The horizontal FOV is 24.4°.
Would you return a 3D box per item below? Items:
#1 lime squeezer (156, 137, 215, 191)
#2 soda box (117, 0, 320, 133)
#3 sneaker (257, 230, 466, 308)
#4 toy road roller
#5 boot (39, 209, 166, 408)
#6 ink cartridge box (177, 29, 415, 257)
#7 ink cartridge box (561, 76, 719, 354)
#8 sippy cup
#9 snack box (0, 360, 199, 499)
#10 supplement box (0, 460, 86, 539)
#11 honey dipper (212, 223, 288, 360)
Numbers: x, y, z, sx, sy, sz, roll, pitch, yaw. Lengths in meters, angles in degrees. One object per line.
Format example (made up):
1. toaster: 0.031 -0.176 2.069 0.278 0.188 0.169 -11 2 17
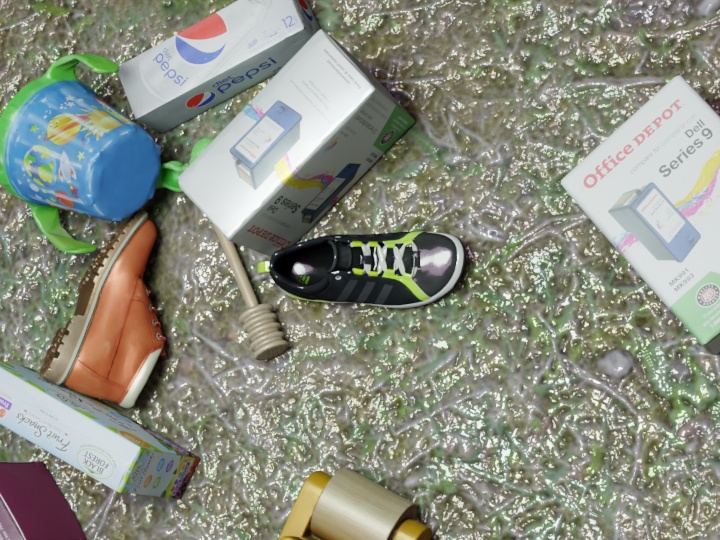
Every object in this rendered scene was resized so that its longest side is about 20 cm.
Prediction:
1. lime squeezer: -0.176 -0.114 1.676 0.200 0.038 0.071 -32 48 12
2. soda box: -0.141 -0.215 1.676 0.200 0.068 0.064 -26 74 14
3. sneaker: 0.000 0.000 1.585 0.199 0.083 0.072 -7 80 18
4. toy road roller: -0.036 0.285 1.518 0.123 0.146 0.200 25 90 20
5. boot: -0.234 0.039 1.671 0.107 0.075 0.200 27 70 -15
6. ink cartridge box: -0.060 -0.115 1.591 0.200 0.145 0.088 -43 72 7
7. ink cartridge box: 0.300 -0.049 1.483 0.145 0.087 0.200 -41 70 9
8. sippy cup: -0.272 -0.113 1.652 0.130 0.178 0.140 24 58 36
9. snack box: -0.273 0.154 1.622 0.200 0.142 0.053 26 90 20
10. supplement box: -0.396 0.284 1.651 0.200 0.131 0.103 -37 73 10
11. honey dipper: -0.125 -0.006 1.654 0.038 0.038 0.200 -29 72 12
